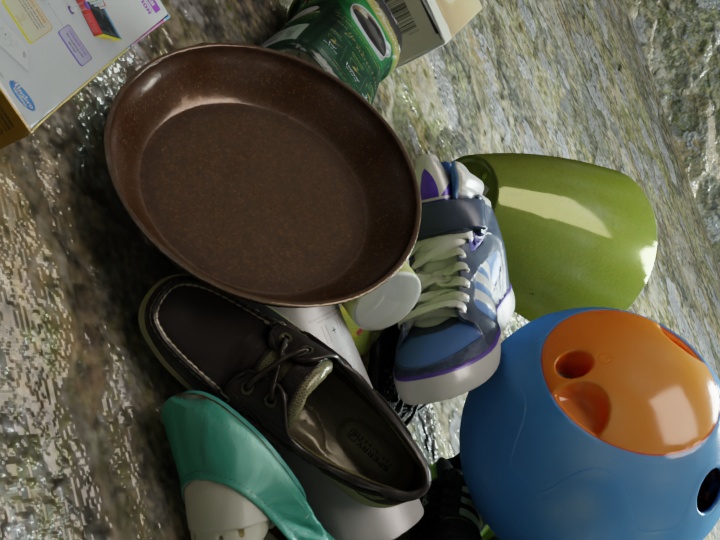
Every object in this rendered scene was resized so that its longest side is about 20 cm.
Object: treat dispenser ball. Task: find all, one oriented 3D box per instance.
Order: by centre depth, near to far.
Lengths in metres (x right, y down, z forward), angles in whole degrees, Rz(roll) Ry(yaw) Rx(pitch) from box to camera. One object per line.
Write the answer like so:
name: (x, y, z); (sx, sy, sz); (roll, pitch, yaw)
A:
treat dispenser ball: (0.173, 0.127, 0.835); (0.201, 0.201, 0.201); (44, 34, -41)

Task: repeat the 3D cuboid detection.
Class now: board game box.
board game box: (-0.199, -0.172, 0.643); (0.153, 0.040, 0.200); (59, 26, -19)

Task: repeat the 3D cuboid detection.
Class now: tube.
tube: (-0.027, -0.043, 0.781); (0.052, 0.058, 0.200); (7, 34, -41)

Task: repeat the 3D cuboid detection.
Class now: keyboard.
keyboard: (0.049, 0.070, 0.899); (0.200, 0.040, 0.104); (-44, 144, -62)

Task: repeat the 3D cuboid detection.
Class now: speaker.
speaker: (-0.031, 0.083, 0.732); (0.200, 0.081, 0.081); (67, 25, -3)

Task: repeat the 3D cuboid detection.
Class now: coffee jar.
coffee jar: (-0.028, -0.173, 0.935); (0.104, 0.085, 0.200); (55, 29, -20)

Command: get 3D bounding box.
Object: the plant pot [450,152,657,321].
plant pot: (0.166, -0.043, 1.150); (0.200, 0.187, 0.187); (18, 54, -41)

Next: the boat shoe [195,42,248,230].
boat shoe: (-0.092, -0.086, 0.770); (0.067, 0.057, 0.200); (43, 35, -43)

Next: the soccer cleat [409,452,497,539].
soccer cleat: (0.061, 0.192, 0.862); (0.081, 0.067, 0.200); (61, 18, 5)

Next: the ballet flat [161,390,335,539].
ballet flat: (-0.055, 0.158, 0.649); (0.200, 0.067, 0.070); (54, 43, -24)

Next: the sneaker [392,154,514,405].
sneaker: (0.053, -0.006, 0.819); (0.147, 0.080, 0.200); (70, 25, -14)

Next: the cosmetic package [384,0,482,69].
cosmetic package: (0.065, -0.299, 1.239); (0.105, 0.071, 0.200); (61, 26, -14)

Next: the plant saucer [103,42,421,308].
plant saucer: (-0.060, -0.054, 0.694); (0.200, 0.037, 0.201); (14, 51, -17)

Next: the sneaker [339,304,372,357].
sneaker: (0.000, 0.000, 0.883); (0.090, 0.078, 0.200); (68, 29, -21)

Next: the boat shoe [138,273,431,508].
boat shoe: (-0.037, 0.066, 0.655); (0.200, 0.065, 0.073); (35, 72, -10)
